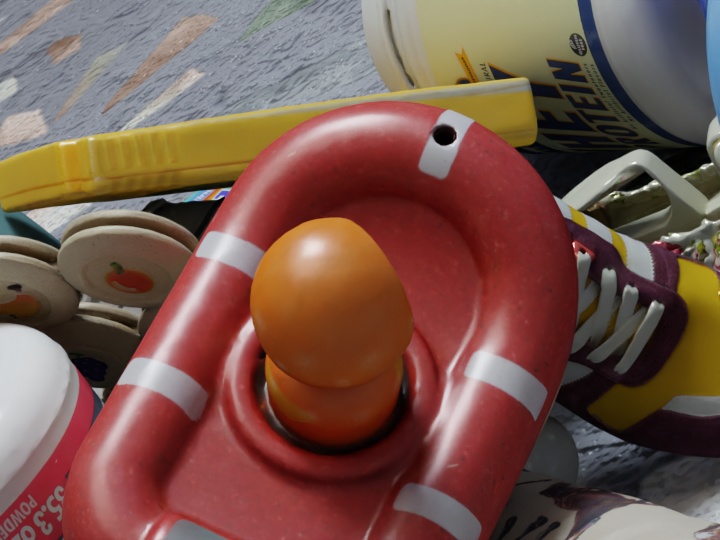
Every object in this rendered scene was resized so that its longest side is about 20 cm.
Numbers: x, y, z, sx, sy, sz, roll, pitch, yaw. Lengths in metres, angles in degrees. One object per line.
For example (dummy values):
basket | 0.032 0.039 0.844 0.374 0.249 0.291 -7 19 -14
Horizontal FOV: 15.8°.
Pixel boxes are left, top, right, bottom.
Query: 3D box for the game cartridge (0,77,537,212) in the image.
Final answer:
game cartridge | -0.046 -0.051 1.123 0.200 0.033 0.176 -10 2 -16

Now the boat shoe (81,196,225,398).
boat shoe | -0.095 0.021 1.123 0.065 0.074 0.200 8 19 11

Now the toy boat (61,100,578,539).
toy boat | -0.008 0.028 0.817 0.131 0.130 0.200 96 -160 -61

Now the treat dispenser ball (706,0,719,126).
treat dispenser ball | 0.216 -0.080 0.867 0.201 0.201 0.201 -29 24 14

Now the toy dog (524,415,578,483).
toy dog | -0.001 0.086 1.026 0.132 0.096 0.200 -38 37 -16

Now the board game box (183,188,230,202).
board game box | -0.050 0.003 1.276 0.152 0.045 0.200 -41 23 -12

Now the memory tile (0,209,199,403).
memory tile | -0.120 0.034 0.958 0.200 0.153 0.017 -11 55 27

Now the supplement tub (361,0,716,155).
supplement tub | 0.107 -0.126 1.179 0.145 0.145 0.200 -47 25 -25

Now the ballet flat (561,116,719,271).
ballet flat | 0.139 -0.026 1.047 0.200 0.064 0.076 -25 23 24

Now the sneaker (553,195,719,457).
sneaker | 0.067 0.009 0.936 0.075 0.200 0.090 -66 -17 5

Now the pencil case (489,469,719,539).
pencil case | 0.073 0.115 0.846 0.089 0.078 0.200 -45 25 -17

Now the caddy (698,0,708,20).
caddy | 0.219 -0.145 1.027 0.200 0.142 0.105 -14 31 -10

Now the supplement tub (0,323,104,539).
supplement tub | -0.111 0.132 0.913 0.140 0.200 0.140 -30 24 14

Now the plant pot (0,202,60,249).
plant pot | -0.174 0.062 1.189 0.135 0.200 0.200 14 48 26
